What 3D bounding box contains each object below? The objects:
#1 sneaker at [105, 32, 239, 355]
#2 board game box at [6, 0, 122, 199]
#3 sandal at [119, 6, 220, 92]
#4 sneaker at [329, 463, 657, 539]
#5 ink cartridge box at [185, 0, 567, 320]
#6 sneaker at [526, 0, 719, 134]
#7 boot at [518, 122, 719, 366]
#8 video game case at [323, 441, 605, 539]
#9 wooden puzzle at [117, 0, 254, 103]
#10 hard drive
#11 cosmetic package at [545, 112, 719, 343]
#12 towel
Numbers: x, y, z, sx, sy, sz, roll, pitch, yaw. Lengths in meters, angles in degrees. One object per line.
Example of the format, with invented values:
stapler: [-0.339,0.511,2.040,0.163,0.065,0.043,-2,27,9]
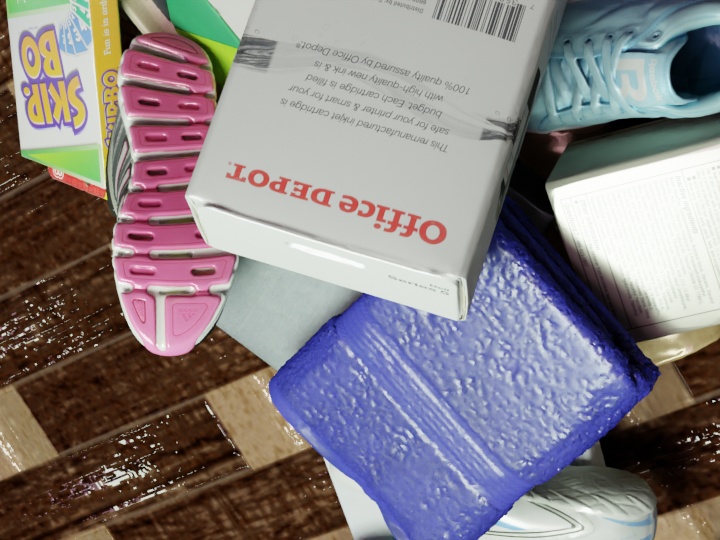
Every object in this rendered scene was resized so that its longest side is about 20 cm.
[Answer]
sneaker: [-0.110,-0.035,1.329,0.074,0.200,0.087,-2,153,-8]
board game box: [-0.180,-0.140,1.398,0.096,0.030,0.200,21,124,46]
sandal: [-0.145,-0.117,1.426,0.207,0.059,0.079,28,128,15]
sneaker: [0.075,0.140,1.355,0.200,0.072,0.073,12,111,12]
ink cartridge box: [0.013,-0.093,1.165,0.145,0.200,0.084,17,165,8]
sneaker: [0.145,-0.112,1.204,0.200,0.082,0.074,-13,101,18]
boot: [0.097,-0.025,1.326,0.175,0.066,0.200,-20,106,38]
video game case: [0.059,0.107,1.406,0.182,0.024,0.200,2,134,23]
wooden puzzle: [-0.060,-0.159,1.306,0.185,0.037,0.200,51,140,-1]
hard drive: [0.008,-0.011,1.298,0.140,0.033,0.200,36,126,2]
cosmetic package: [0.210,-0.036,1.212,0.200,0.073,0.104,-13,108,20]
towel: [0.055,0.059,1.257,0.148,0.050,0.200,48,127,3]
